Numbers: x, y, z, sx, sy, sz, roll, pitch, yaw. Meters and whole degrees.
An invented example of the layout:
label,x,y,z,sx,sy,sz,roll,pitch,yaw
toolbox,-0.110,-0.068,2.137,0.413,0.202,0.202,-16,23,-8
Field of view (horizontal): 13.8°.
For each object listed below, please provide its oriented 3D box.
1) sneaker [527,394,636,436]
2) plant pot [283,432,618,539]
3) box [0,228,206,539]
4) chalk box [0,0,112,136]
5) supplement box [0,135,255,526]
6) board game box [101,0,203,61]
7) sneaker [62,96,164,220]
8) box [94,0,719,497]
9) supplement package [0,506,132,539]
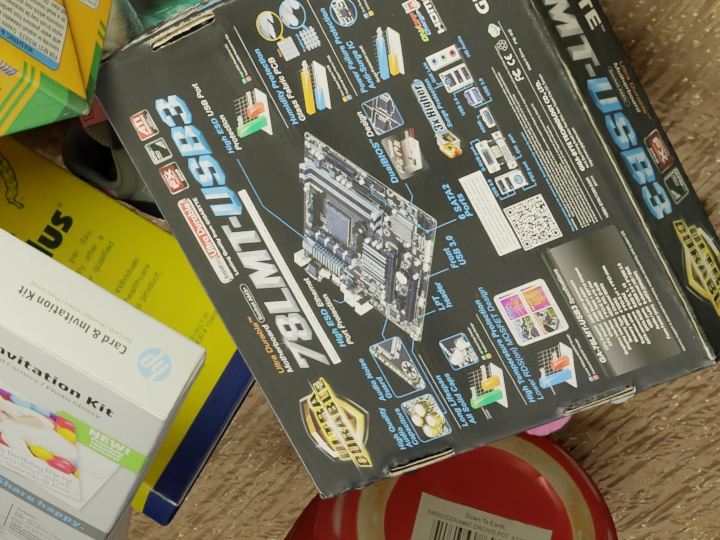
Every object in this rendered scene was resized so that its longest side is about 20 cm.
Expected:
label,x,y,z,sx,sy,sz,roll,pitch,yaw
sneaker,0.095,0.023,1.476,0.086,0.081,0.200,26,147,-14
plant pot,0.049,0.186,1.717,0.199,0.201,0.183,11,147,-7
box,-0.158,0.047,1.271,0.155,0.041,0.200,31,151,-1
chalk box,-0.205,-0.121,1.177,0.199,0.125,0.125,-13,148,40
supplement box,-0.145,0.020,1.396,0.199,0.110,0.109,31,169,-1
board game box,-0.018,-0.107,1.180,0.199,0.028,0.135,-19,121,35
sneaker,-0.082,-0.073,1.315,0.082,0.071,0.200,11,155,-12
box,0.020,-0.030,1.133,0.198,0.050,0.201,-22,101,38
supplement package,-0.215,0.124,1.756,0.113,0.110,0.200,2,156,13
